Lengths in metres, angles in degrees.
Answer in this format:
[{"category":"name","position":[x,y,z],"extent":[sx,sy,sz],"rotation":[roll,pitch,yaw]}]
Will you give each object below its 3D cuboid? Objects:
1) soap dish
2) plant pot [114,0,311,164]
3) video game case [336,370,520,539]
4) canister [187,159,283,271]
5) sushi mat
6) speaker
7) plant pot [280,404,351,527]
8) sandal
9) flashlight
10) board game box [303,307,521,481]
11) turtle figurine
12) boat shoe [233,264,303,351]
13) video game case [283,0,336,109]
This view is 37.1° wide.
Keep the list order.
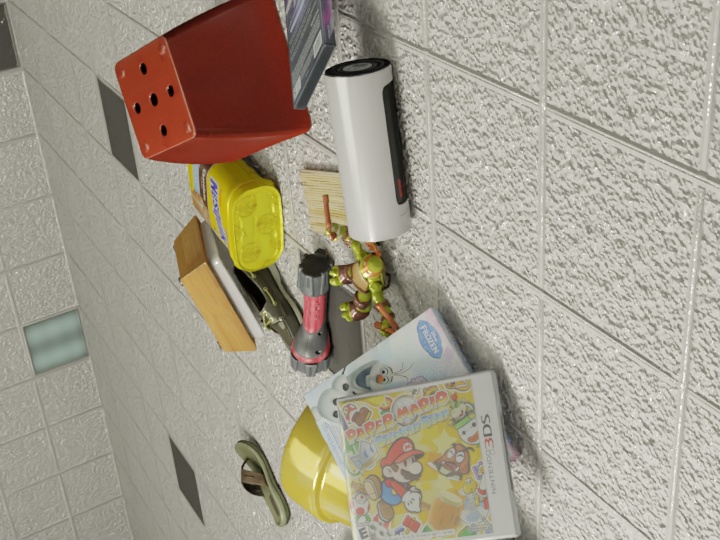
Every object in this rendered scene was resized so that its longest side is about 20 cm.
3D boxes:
[{"category":"soap dish","position":[-0.242,0.028,1.815],"extent":[0.158,0.080,0.202],"rotation":[-115,-1,-55]},{"category":"plant pot","position":[-0.217,-0.250,1.472],"extent":[0.198,0.175,0.203],"rotation":[-13,96,46]},{"category":"video game case","position":[0.074,0.222,1.230],"extent":[0.023,0.197,0.185],"rotation":[20,-121,-65]},{"category":"canister","position":[-0.205,-0.112,1.726],"extent":[0.200,0.085,0.151],"rotation":[45,146,46]},{"category":"sushi mat","position":[-0.031,-0.088,1.460],"extent":[0.199,0.012,0.097],"rotation":[15,120,62]},{"category":"speaker","position":[0.010,-0.139,1.256],"extent":[0.081,0.080,0.203],"rotation":[28,132,56]},{"category":"plant pot","position":[0.027,0.262,1.400],"extent":[0.188,0.200,0.203],"rotation":[31,137,33]},{"category":"sandal","position":[-0.206,0.427,2.159],"extent":[0.202,0.057,0.080],"rotation":[57,152,28]},{"category":"flashlight","position":[-0.073,0.068,1.598],"extent":[0.068,0.067,0.202],"rotation":[51,150,38]},{"category":"board game box","position":[0.058,0.184,1.280],"extent":[0.202,0.198,0.043],"rotation":[61,-163,20]},{"category":"turtle figurine","position":[0.000,0.000,1.398],"extent":[0.202,0.064,0.161],"rotation":[59,162,6]},{"category":"boat shoe","position":[-0.142,0.063,1.750],"extent":[0.203,0.060,0.072],"rotation":[60,154,23]},{"category":"video game case","position":[-0.064,-0.316,1.279],"extent":[0.143,0.019,0.203],"rotation":[129,138,-63]}]
